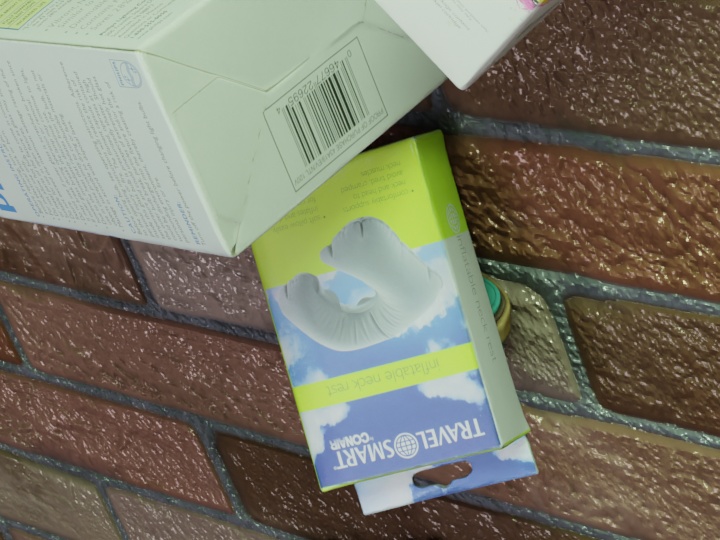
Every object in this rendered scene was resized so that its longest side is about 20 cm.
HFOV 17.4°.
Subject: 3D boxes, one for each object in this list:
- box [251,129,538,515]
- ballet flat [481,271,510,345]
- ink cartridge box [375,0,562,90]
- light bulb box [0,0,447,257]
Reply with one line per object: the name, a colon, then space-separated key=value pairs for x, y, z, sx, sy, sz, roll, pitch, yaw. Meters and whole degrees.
box: x=0.015 y=0.034 z=1.321 sx=0.121 sy=0.048 sz=0.201 roll=-16 pitch=92 yaw=27
ballet flat: x=0.000 y=0.000 z=1.387 sx=0.199 sy=0.069 sz=0.063 roll=34 pitch=152 yaw=22
ink cartridge box: x=0.096 y=-0.175 z=1.031 sx=0.068 sy=0.116 sz=0.200 roll=47 pitch=147 yaw=1
light bulb box: x=-0.090 y=-0.119 z=1.239 sx=0.199 sy=0.198 sz=0.125 roll=10 pitch=131 yaw=46
